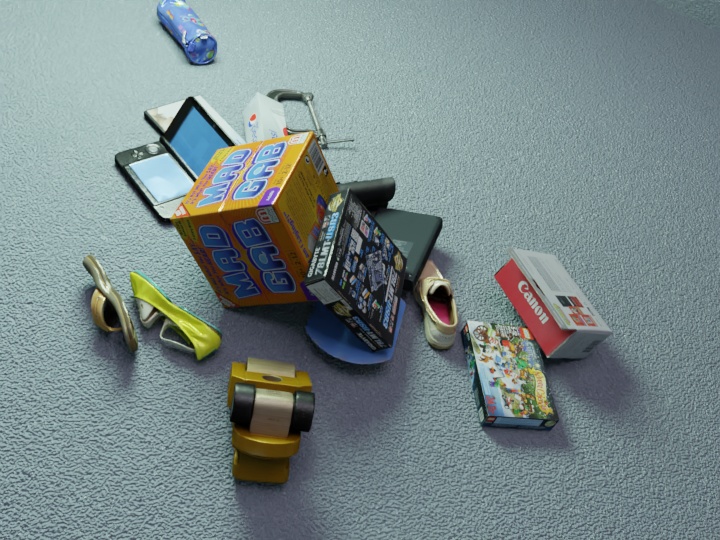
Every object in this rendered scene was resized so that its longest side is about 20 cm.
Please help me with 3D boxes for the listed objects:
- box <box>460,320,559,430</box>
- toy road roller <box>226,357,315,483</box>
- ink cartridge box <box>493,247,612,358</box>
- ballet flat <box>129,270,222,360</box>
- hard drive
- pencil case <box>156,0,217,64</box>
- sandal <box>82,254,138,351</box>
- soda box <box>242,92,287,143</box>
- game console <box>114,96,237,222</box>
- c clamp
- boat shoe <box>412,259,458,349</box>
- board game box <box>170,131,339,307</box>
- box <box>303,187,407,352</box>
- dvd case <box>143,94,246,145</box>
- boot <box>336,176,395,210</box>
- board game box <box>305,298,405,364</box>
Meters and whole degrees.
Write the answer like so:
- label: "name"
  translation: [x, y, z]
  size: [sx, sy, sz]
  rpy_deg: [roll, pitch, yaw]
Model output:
- label: "box"
  translation: [0.264, 0.186, 1.353]
  size: [0.135, 0.038, 0.201]
  rpy_deg: [6, 48, -14]
- label: "toy road roller"
  translation: [-0.144, 0.228, 1.139]
  size: [0.121, 0.148, 0.200]
  rpy_deg: [9, 10, -10]
- label: "ink cartridge box"
  translation: [0.349, 0.062, 1.425]
  size: [0.174, 0.084, 0.201]
  rpy_deg: [8, 43, -43]
- label: "ballet flat"
  translation: [-0.318, 0.076, 1.236]
  size: [0.199, 0.067, 0.067]
  rpy_deg: [34, 68, 10]
- label: "hard drive"
  translation: [0.067, -0.047, 1.468]
  size: [0.138, 0.033, 0.201]
  rpy_deg: [10, 44, 19]
- label: "pencil case"
  translation: [-0.409, -0.567, 1.764]
  size: [0.086, 0.078, 0.201]
  rpy_deg: [1, 44, -49]
- label: "sandal"
  translation: [-0.409, 0.058, 1.212]
  size: [0.054, 0.081, 0.200]
  rpy_deg: [-29, 61, -19]
- label: "soda box"
  translation: [-0.195, -0.279, 1.579]
  size: [0.068, 0.063, 0.201]
  rpy_deg: [21, 40, -34]
- label: "game console"
  translation: [-0.350, -0.216, 1.443]
  size: [0.171, 0.119, 0.200]
  rpy_deg: [-25, 61, -35]
- label: "c clamp"
  translation: [-0.126, -0.345, 1.706]
  size: [0.169, 0.027, 0.201]
  rpy_deg: [-11, 56, -21]
- label: "boat shoe"
  translation: [0.145, 0.048, 1.413]
  size: [0.073, 0.070, 0.201]
  rpy_deg: [1, 49, -18]
- label: "board game box"
  translation: [-0.158, -0.083, 1.282]
  size: [0.198, 0.201, 0.201]
  rpy_deg: [-5, 40, 25]
- label: "box"
  translation: [0.000, 0.000, 1.270]
  size: [0.199, 0.049, 0.201]
  rpy_deg: [48, 40, -37]
- label: "dvd case"
  translation: [-0.340, -0.289, 1.581]
  size: [0.142, 0.018, 0.200]
  rpy_deg: [-27, 63, -37]
- label: "boot"
  translation: [-0.019, -0.157, 1.484]
  size: [0.198, 0.165, 0.066]
  rpy_deg: [-3, 78, -22]
- label: "board game box"
  translation: [-0.010, 0.095, 1.341]
  size: [0.156, 0.039, 0.201]
  rpy_deg: [17, 45, 2]
